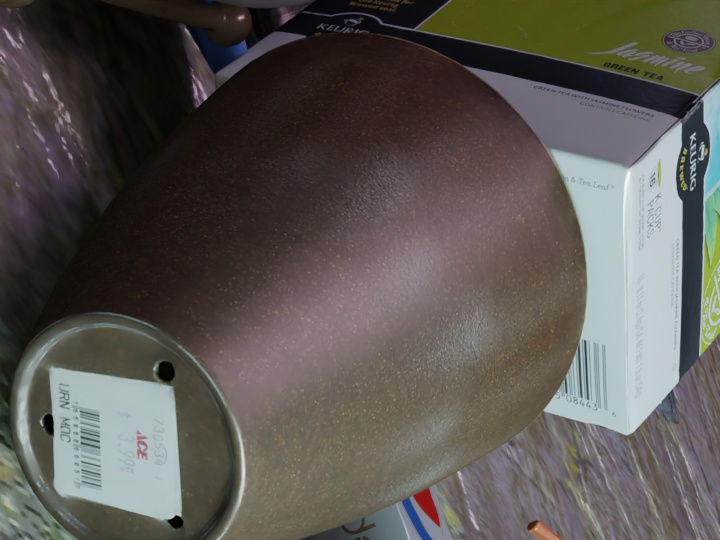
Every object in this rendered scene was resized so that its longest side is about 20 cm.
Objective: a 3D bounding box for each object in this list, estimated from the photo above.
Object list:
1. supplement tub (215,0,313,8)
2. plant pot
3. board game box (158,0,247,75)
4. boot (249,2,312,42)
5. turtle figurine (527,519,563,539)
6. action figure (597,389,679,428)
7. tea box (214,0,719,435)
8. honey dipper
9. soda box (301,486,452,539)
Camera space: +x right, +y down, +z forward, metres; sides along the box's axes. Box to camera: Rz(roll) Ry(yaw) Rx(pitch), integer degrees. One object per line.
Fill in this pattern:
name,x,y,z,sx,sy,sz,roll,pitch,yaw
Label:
supplement tub,-0.036,-0.199,1.024,0.200,0.145,0.145,-77,142,-76
plant pot,-0.038,0.026,0.849,0.200,0.187,0.187,-37,104,-57
board game box,-0.111,-0.159,1.084,0.158,0.039,0.200,-103,166,-53
boot,-0.024,-0.110,1.284,0.200,0.069,0.174,3,70,-69
turtle figurine,0.107,0.243,1.196,0.161,0.064,0.200,-77,151,-53
action figure,0.082,0.038,1.144,0.119,0.200,0.102,61,14,-22
tea box,0.074,-0.052,1.015,0.197,0.200,0.134,-42,137,-44
honey dipper,-0.106,-0.120,0.953,0.200,0.038,0.038,6,62,-57
soda box,0.009,0.143,1.007,0.200,0.064,0.068,70,15,9
